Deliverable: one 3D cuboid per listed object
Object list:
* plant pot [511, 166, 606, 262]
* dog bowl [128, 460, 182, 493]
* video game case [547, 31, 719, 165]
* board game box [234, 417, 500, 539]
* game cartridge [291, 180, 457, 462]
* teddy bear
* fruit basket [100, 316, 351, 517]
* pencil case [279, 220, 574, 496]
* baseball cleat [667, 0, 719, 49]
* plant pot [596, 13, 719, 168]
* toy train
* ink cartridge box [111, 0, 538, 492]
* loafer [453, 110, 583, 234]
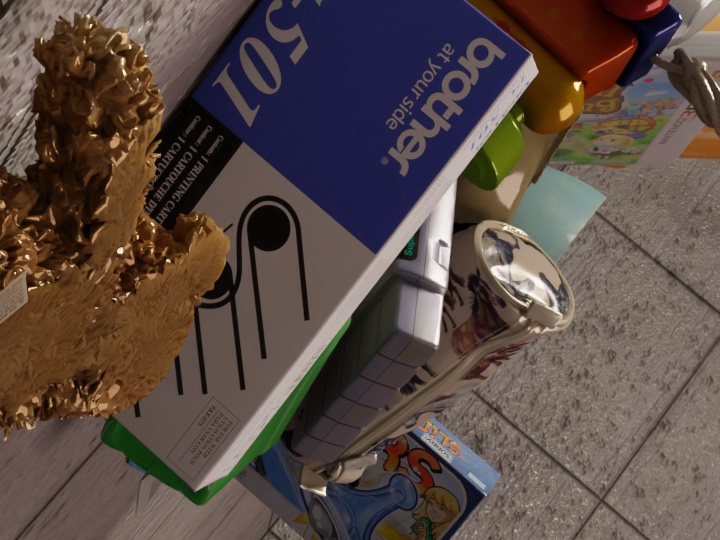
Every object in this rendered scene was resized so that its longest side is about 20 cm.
[{"bbox_3d":[0.152,-0.041,1.477,0.201,0.134,0.200,-50,174,-8],"label":"plant pot"},{"bbox_3d":[-0.079,0.071,0.891,0.201,0.049,0.111,-57,171,33],"label":"dog bowl"},{"bbox_3d":[0.125,-0.104,0.861,0.182,0.196,0.022,104,-14,-74],"label":"video game case"},{"bbox_3d":[-0.017,0.129,0.974,0.136,0.199,0.034,-55,172,30],"label":"board game box"},{"bbox_3d":[0.010,-0.015,0.730,0.130,0.038,0.202,123,-19,-48],"label":"game cartridge"},{"bbox_3d":[-0.108,0.002,0.336,0.199,0.066,0.146,-27,146,-59],"label":"teddy bear"},{"bbox_3d":[-0.051,0.003,0.674,0.186,0.093,0.201,-59,-174,51],"label":"fruit basket"},{"bbox_3d":[0.034,0.051,0.808,0.199,0.077,0.090,-40,-137,29],"label":"pencil case"},{"bbox_3d":[0.121,-0.157,0.688,0.198,0.070,0.107,-16,151,-27],"label":"baseball cleat"},{"bbox_3d":[0.253,-0.163,1.012,0.200,0.180,0.203,-167,-90,-87],"label":"plant pot"},{"bbox_3d":[0.080,-0.076,0.564,0.116,0.200,0.085,-44,172,-16],"label":"toy train"},{"bbox_3d":[-0.031,-0.026,0.515,0.201,0.094,0.044,-52,171,7],"label":"ink cartridge box"},{"bbox_3d":[0.073,-0.062,0.799,0.200,0.075,0.068,131,-43,-58],"label":"loafer"}]
